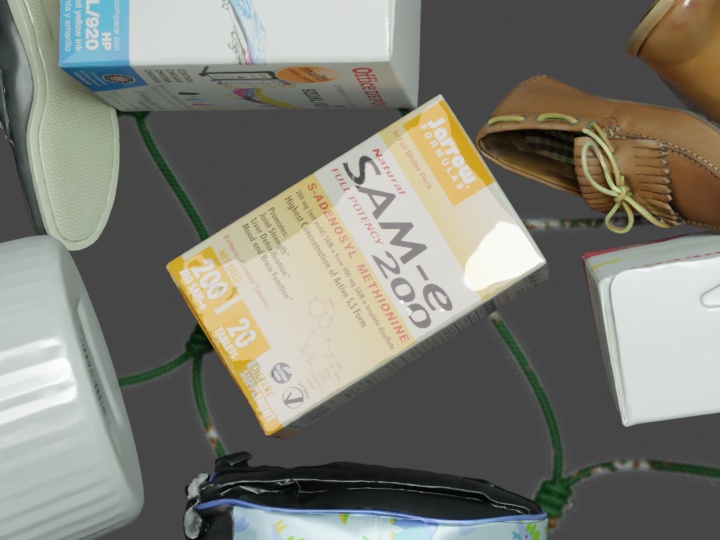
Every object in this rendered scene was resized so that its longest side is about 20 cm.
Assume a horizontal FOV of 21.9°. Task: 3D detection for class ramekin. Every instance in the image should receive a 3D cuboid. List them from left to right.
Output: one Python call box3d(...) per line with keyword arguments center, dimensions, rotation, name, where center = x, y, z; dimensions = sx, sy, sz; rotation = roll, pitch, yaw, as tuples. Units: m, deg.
box3d(center=(-0.199, 0.076, 1.102), dimensions=(0.098, 0.200, 0.201), rotation=(-18, 80, -2), name="ramekin")

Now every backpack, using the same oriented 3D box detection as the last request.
box3d(center=(0.005, 0.184, 1.067), dimensions=(0.200, 0.183, 0.147), rotation=(1, 89, 2), name="backpack")

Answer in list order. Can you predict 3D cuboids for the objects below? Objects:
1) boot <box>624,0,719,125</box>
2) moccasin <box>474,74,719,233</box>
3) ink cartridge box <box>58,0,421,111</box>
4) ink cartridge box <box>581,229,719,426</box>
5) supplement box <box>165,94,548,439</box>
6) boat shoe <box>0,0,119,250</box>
box3d(center=(0.236, -0.099, 1.061), dimensions=(0.155, 0.200, 0.074), rotation=(43, 97, 19), name="boot")
box3d(center=(0.149, -0.063, 1.087), dimensions=(0.078, 0.074, 0.201), rotation=(-39, 45, -25), name="moccasin")
box3d(center=(-0.067, -0.180, 1.140), dimensions=(0.200, 0.147, 0.145), rotation=(0, 84, 8), name="ink cartridge box")
box3d(center=(0.205, 0.024, 1.044), dimensions=(0.145, 0.200, 0.084), rotation=(-10, 93, 6), name="ink cartridge box")
box3d(center=(0.000, 0.000, 1.144), dimensions=(0.200, 0.074, 0.126), rotation=(-32, 80, 2), name="supplement box")
box3d(center=(-0.205, -0.110, 1.201), dimensions=(0.068, 0.072, 0.200), rotation=(-13, 87, 44), name="boat shoe")
